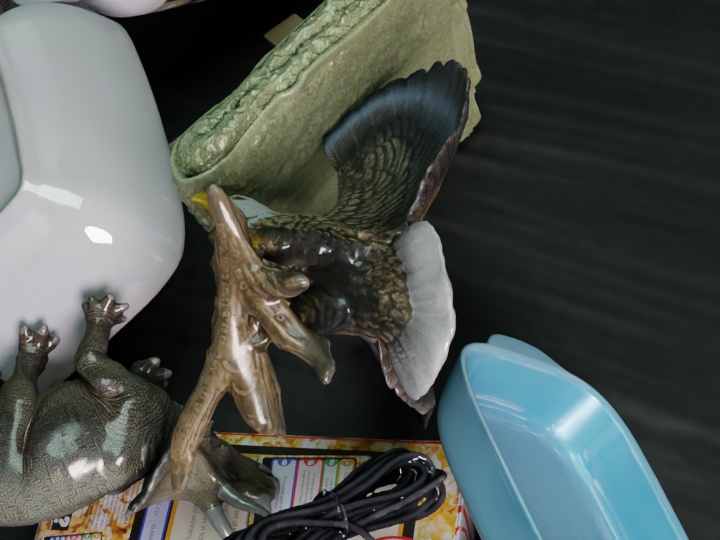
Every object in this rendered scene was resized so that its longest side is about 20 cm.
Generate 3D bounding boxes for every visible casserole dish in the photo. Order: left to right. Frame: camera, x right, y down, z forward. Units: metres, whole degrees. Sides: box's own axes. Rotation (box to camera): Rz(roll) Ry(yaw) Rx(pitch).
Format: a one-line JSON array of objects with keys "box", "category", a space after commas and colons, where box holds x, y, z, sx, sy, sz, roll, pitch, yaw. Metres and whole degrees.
[{"box": [0.094, 0.115, 0.795, 0.039, 0.121, 0.201, -44, 48, 25], "category": "casserole dish"}]

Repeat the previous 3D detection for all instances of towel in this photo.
[{"box": [-0.010, -0.073, 0.930, 0.036, 0.149, 0.200, 29, 66, 31], "category": "towel"}]

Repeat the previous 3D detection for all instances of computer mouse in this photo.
[{"box": [0.026, 0.167, 0.734, 0.140, 0.046, 0.201, -15, 69, -37], "category": "computer mouse"}]

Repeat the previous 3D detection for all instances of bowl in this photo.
[{"box": [-0.193, -0.031, 0.922, 0.200, 0.074, 0.200, -39, 47, 20], "category": "bowl"}]

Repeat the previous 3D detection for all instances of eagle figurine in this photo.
[{"box": [-0.005, -0.005, 0.807, 0.152, 0.200, 0.151, -39, 79, 30], "category": "eagle figurine"}]

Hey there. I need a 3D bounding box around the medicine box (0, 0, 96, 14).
[{"box": [-0.248, -0.206, 1.102, 0.182, 0.103, 0.200, 30, 63, 28], "category": "medicine box"}]

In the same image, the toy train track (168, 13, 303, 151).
[{"box": [-0.052, -0.084, 1.012, 0.199, 0.033, 0.115, -36, 31, -6], "category": "toy train track"}]

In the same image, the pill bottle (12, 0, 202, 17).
[{"box": [-0.109, -0.202, 1.020, 0.111, 0.112, 0.199, 34, 37, 31], "category": "pill bottle"}]

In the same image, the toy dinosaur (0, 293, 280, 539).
[{"box": [-0.137, 0.076, 0.824, 0.198, 0.077, 0.103, -7, 44, 4], "category": "toy dinosaur"}]

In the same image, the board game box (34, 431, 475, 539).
[{"box": [-0.052, 0.147, 0.829, 0.198, 0.046, 0.152, 2, 53, 12], "category": "board game box"}]
